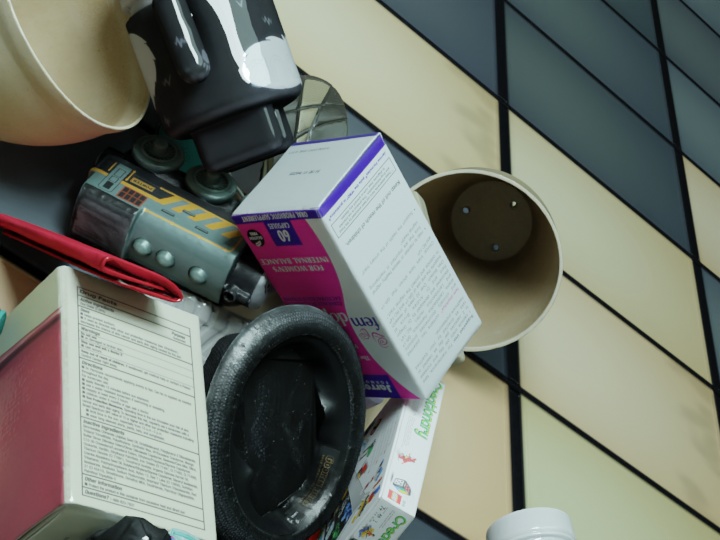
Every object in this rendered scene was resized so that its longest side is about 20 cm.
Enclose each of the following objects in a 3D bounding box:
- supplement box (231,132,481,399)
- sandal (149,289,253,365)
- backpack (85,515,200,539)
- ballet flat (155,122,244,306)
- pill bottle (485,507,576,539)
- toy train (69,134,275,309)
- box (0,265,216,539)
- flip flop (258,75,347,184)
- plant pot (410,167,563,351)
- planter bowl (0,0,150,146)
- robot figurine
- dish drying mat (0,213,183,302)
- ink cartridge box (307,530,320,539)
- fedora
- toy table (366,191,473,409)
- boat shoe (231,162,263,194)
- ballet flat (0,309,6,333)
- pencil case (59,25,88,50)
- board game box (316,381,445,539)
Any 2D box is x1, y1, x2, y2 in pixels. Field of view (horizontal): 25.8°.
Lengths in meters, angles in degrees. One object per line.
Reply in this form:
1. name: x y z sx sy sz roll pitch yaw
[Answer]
1. supplement box: 0.000 0.000 1.292 0.103 0.101 0.200 -52 124 -35
2. sandal: -0.106 0.076 1.343 0.203 0.082 0.050 39 -9 -19
3. backpack: -0.124 0.261 1.053 0.200 0.167 0.127 43 28 -27
4. ballet flat: -0.130 -0.055 1.435 0.064 0.067 0.200 44 23 -69
5. pill bottle: 0.170 0.320 1.413 0.111 0.111 0.200 26 41 -37
6. toy train: -0.148 -0.036 1.328 0.200 0.085 0.114 28 40 5
7. box: -0.191 0.119 1.138 0.128 0.109 0.200 24 42 -36
8. flip flop: -0.061 -0.081 1.433 0.081 0.058 0.200 8 83 -30
9. plant pot: 0.128 -0.031 1.661 0.187 0.187 0.200 51 18 -3
10. planter bowl: -0.280 -0.184 1.268 0.200 0.135 0.200 52 26 -40
11. robot figurine: -0.125 -0.183 1.299 0.125 0.150 0.200 -20 91 -29
12. dish drying mat: -0.212 -0.011 1.199 0.077 0.200 0.018 21 88 -37
13. ink cartridge box: 0.014 0.265 1.324 0.160 0.047 0.200 -17 75 -57
14. fedora: -0.084 0.121 1.253 0.200 0.092 0.201 -12 107 -46
15. toy table: 0.022 0.021 1.471 0.184 0.117 0.200 34 36 -64
16. boat shoe: -0.084 -0.111 1.537 0.200 0.072 0.068 36 34 -25
17. ballet flat: -0.303 0.083 1.085 0.067 0.067 0.200 22 36 -9
18. pencil case: -0.172 -0.191 1.421 0.200 0.085 0.092 9 10 -14
19. board game box: 0.012 0.178 1.293 0.035 0.126 0.200 32 28 -6
